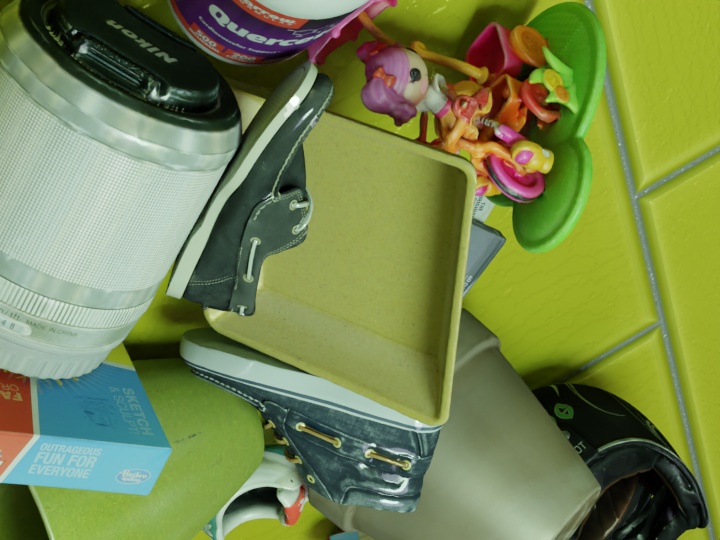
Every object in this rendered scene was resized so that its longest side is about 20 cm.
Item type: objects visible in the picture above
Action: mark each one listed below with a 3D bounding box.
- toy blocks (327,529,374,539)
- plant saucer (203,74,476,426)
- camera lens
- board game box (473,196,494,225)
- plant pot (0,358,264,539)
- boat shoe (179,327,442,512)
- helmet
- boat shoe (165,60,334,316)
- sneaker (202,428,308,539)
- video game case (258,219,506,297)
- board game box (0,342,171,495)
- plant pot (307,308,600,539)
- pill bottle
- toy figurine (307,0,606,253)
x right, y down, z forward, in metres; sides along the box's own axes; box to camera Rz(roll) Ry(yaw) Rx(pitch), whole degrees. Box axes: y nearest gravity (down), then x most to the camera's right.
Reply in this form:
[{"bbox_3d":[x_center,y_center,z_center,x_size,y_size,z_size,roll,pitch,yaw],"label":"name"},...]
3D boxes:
[{"bbox_3d":[0.011,0.280,1.381,0.135,0.100,0.201,-13,133,-6],"label":"toy blocks"},{"bbox_3d":[-0.010,-0.020,0.998,0.048,0.199,0.201,-39,143,-47],"label":"plant saucer"},{"bbox_3d":[-0.177,-0.056,0.927,0.159,0.160,0.201,14,118,-38],"label":"camera lens"},{"bbox_3d":[0.004,-0.001,1.170,0.134,0.034,0.201,11,120,-37],"label":"board game box"},{"bbox_3d":[-0.174,0.143,1.100,0.199,0.187,0.188,-22,136,-33],"label":"plant pot"},{"bbox_3d":[-0.042,0.107,1.080,0.071,0.198,0.092,-38,143,-71],"label":"boat shoe"},{"bbox_3d":[0.190,0.197,1.337,0.198,0.190,0.202,-4,101,-22],"label":"helmet"},{"bbox_3d":[-0.058,-0.048,0.948,0.067,0.072,0.201,26,129,-8],"label":"boat shoe"},{"bbox_3d":[-0.049,0.162,1.234,0.198,0.094,0.071,-20,134,-15],"label":"sneaker"},{"bbox_3d":[0.000,0.000,1.131,0.199,0.019,0.143,21,114,-39],"label":"video game case"},{"bbox_3d":[-0.222,0.055,0.966,0.152,0.200,0.041,11,121,-37],"label":"board game box"},{"bbox_3d":[0.085,0.160,1.185,0.200,0.173,0.200,-46,163,-18],"label":"plant pot"},{"bbox_3d":[-0.043,-0.188,0.860,0.111,0.200,0.114,1,86,-17],"label":"pill bottle"},{"bbox_3d":[0.050,-0.122,1.009,0.183,0.201,0.150,19,137,-25],"label":"toy figurine"}]
